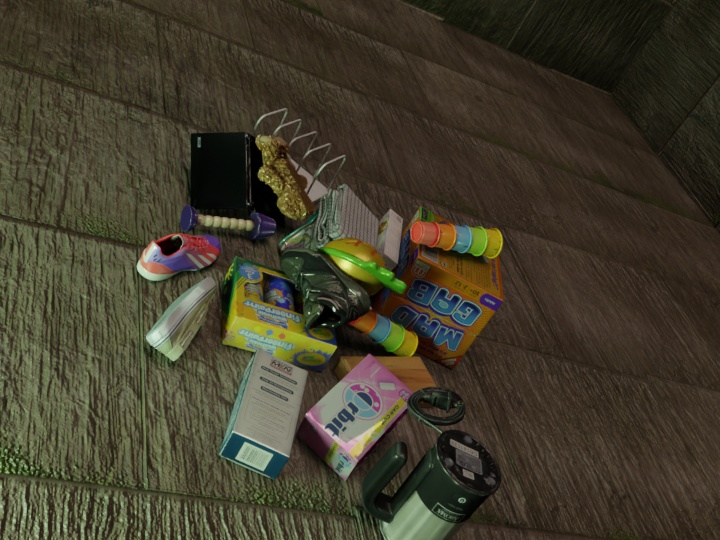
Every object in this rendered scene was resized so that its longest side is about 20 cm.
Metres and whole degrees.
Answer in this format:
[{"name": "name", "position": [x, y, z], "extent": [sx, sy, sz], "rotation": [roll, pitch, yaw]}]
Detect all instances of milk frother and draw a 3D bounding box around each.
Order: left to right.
[{"name": "milk frother", "position": [0.110, 0.317, 1.362], "extent": [0.179, 0.189, 0.200], "rotation": [35, 31, 2]}]

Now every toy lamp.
[{"name": "toy lamp", "position": [-0.260, -0.096, 1.717], "extent": [0.197, 0.059, 0.059], "rotation": [7, 39, -37]}]

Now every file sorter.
[{"name": "file sorter", "position": [-0.153, -0.263, 1.977], "extent": [0.199, 0.126, 0.138], "rotation": [39, 31, 11]}]

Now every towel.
[{"name": "towel", "position": [-0.023, -0.070, 1.826], "extent": [0.166, 0.085, 0.202], "rotation": [46, 25, -27]}]

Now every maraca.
[{"name": "maraca", "position": [0.000, 0.000, 1.598], "extent": [0.198, 0.109, 0.137], "rotation": [15, -14, 42]}]

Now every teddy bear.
[{"name": "teddy bear", "position": [-0.168, -0.199, 1.832], "extent": [0.203, 0.066, 0.145], "rotation": [62, 20, -9]}]

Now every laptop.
[{"name": "laptop", "position": [-0.258, -0.189, 1.823], "extent": [0.199, 0.102, 0.181], "rotation": [29, 51, -54]}]

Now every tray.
[{"name": "tray", "position": [0.053, 0.208, 1.606], "extent": [0.197, 0.037, 0.099], "rotation": [4, 42, -38]}]

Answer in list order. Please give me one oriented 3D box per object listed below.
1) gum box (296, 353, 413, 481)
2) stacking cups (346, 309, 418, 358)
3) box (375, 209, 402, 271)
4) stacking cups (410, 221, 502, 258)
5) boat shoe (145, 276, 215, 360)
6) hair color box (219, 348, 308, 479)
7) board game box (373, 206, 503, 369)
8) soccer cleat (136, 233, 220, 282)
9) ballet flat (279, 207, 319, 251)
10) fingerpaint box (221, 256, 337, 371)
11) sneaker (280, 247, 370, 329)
[{"name": "gum box", "position": [-0.001, 0.240, 1.444], "extent": [0.113, 0.067, 0.199], "rotation": [39, 45, 12]}, {"name": "stacking cups", "position": [0.025, 0.111, 1.643], "extent": [0.198, 0.060, 0.061], "rotation": [30, 27, -37]}, {"name": "box", "position": [0.060, -0.063, 1.817], "extent": [0.041, 0.039, 0.201], "rotation": [35, 28, -15]}, {"name": "stacking cups", "position": [0.190, -0.062, 1.681], "extent": [0.197, 0.061, 0.061], "rotation": [5, 40, -35]}, {"name": "boat shoe", "position": [-0.294, 0.082, 1.450], "extent": [0.062, 0.071, 0.201], "rotation": [53, 32, -14]}, {"name": "hair color box", "position": [-0.151, 0.226, 1.373], "extent": [0.099, 0.061, 0.201], "rotation": [27, 32, -11]}, {"name": "board game box", "position": [0.158, 0.035, 1.779], "extent": [0.197, 0.201, 0.201], "rotation": [26, 32, -11]}, {"name": "soccer cleat", "position": [-0.320, -0.038, 1.568], "extent": [0.068, 0.074, 0.199], "rotation": [43, 33, 17]}, {"name": "ballet flat", "position": [-0.103, -0.074, 1.831], "extent": [0.072, 0.069, 0.200], "rotation": [51, 31, -6]}, {"name": "fingerpaint box", "position": [-0.149, 0.078, 1.564], "extent": [0.197, 0.074, 0.168], "rotation": [19, 34, -22]}, {"name": "sneaker", "position": [-0.088, 0.033, 1.535], "extent": [0.198, 0.077, 0.114], "rotation": [37, 41, 22]}]
